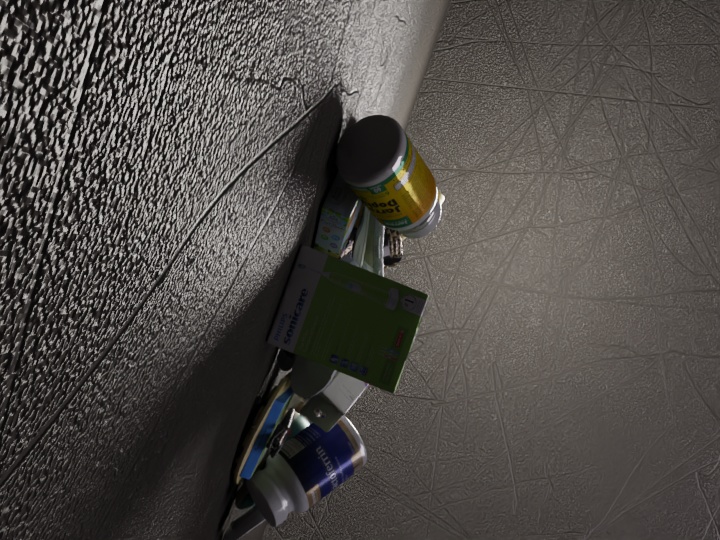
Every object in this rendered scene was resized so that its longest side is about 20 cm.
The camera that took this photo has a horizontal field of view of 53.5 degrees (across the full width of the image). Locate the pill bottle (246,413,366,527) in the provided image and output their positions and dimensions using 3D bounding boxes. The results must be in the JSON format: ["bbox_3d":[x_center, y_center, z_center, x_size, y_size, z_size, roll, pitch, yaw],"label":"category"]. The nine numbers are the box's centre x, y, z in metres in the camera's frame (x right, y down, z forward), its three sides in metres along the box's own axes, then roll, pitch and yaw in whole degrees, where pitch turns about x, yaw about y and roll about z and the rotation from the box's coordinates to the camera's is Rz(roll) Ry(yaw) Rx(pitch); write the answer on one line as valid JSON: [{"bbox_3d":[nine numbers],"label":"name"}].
[{"bbox_3d":[-0.094,0.345,1.248,0.198,0.116,0.117,-31,159,-26],"label":"pill bottle"}]

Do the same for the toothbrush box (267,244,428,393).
[{"bbox_3d":[-0.017,0.070,1.037,0.086,0.196,0.149,93,17,-87],"label":"toothbrush box"}]

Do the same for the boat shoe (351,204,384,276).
[{"bbox_3d":[0.033,-0.092,1.208,0.074,0.063,0.207,-4,109,-89],"label":"boat shoe"}]

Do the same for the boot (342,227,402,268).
[{"bbox_3d":[0.000,0.000,1.324,0.148,0.073,0.204,-17,125,-28],"label":"boot"}]

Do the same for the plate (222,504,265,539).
[{"bbox_3d":[-0.171,0.442,1.352,0.197,0.033,0.200,-30,169,-29],"label":"plate"}]

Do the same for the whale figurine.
[{"bbox_3d":[-0.158,0.368,1.353,0.203,0.102,0.159,-58,174,-6],"label":"whale figurine"}]

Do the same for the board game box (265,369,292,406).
[{"bbox_3d":[-0.116,0.197,1.373,0.201,0.023,0.105,-54,170,-21],"label":"board game box"}]

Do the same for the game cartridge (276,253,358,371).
[{"bbox_3d":[-0.069,0.070,1.196,0.133,0.041,0.202,-38,161,-46],"label":"game cartridge"}]

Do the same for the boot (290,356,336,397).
[{"bbox_3d":[-0.038,0.120,1.187,0.202,0.073,0.095,-57,163,13],"label":"boot"}]

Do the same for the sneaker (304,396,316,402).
[{"bbox_3d":[-0.051,0.202,1.385,0.200,0.089,0.076,-42,166,-55],"label":"sneaker"}]

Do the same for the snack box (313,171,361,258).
[{"bbox_3d":[-0.020,-0.125,1.184,0.143,0.052,0.203,106,4,-55],"label":"snack box"}]

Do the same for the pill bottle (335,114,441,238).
[{"bbox_3d":[0.051,-0.131,1.080,0.200,0.111,0.115,45,62,-54],"label":"pill bottle"}]

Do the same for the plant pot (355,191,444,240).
[{"bbox_3d":[0.067,-0.152,1.675,0.191,0.199,0.201,-53,180,6],"label":"plant pot"}]

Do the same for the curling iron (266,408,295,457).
[{"bbox_3d":[-0.128,0.269,1.217,0.050,0.025,0.200,-61,178,4],"label":"curling iron"}]

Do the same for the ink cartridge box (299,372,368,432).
[{"bbox_3d":[-0.036,0.169,1.245,0.201,0.068,0.116,-50,-151,-15],"label":"ink cartridge box"}]

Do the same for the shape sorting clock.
[{"bbox_3d":[-0.162,0.262,1.203,0.200,0.039,0.203,89,26,-85],"label":"shape sorting clock"}]

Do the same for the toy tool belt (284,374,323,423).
[{"bbox_3d":[-0.123,0.305,1.516,0.201,0.120,0.127,107,4,-66],"label":"toy tool belt"}]
